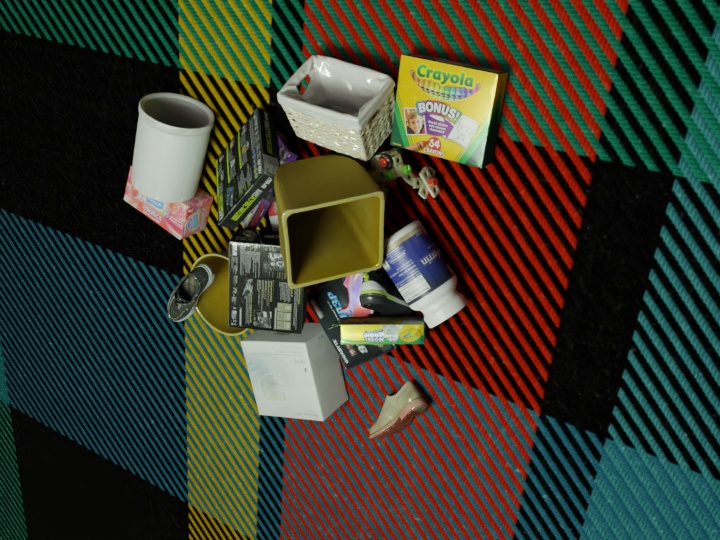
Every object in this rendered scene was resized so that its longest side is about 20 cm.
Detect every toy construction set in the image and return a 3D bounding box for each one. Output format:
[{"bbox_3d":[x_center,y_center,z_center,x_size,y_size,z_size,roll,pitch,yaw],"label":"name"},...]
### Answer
[{"bbox_3d":[0.055,-0.179,1.505,0.199,0.092,0.132,-5,116,34],"label":"toy construction set"}]

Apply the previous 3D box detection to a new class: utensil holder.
[{"bbox_3d":[-0.441,-0.284,1.742,0.170,0.170,0.201,34,126,17],"label":"utensil holder"}]

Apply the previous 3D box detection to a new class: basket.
[{"bbox_3d":[-0.039,-0.315,1.464,0.199,0.136,0.124,23,152,28],"label":"basket"}]

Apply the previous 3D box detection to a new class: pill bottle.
[{"bbox_3d":[0.125,0.009,1.527,0.116,0.116,0.201,-34,89,37],"label":"pill bottle"}]

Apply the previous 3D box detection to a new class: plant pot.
[{"bbox_3d":[-0.286,0.035,1.784,0.199,0.142,0.201,12,114,28],"label":"plant pot"},{"bbox_3d":[-0.076,-0.118,1.469,0.196,0.193,0.201,90,162,-44],"label":"plant pot"}]

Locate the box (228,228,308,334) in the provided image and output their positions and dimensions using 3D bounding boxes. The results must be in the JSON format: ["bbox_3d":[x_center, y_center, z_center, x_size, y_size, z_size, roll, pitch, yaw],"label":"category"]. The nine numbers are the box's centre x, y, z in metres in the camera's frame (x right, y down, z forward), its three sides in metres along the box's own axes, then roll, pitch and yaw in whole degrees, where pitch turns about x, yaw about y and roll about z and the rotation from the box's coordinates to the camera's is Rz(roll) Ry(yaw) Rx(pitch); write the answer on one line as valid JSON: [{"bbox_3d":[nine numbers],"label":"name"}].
[{"bbox_3d":[-0.195,0.022,1.609,0.163,0.086,0.201,5,112,2],"label":"box"}]

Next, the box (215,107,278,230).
[{"bbox_3d":[-0.252,-0.223,1.650,0.193,0.047,0.201,-44,43,37],"label":"box"}]

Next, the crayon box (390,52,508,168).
[{"bbox_3d":[0.162,-0.303,1.412,0.199,0.058,0.174,19,118,26],"label":"crayon box"}]

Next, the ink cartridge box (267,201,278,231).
[{"bbox_3d":[-0.113,-0.083,1.661,0.145,0.083,0.201,-5,105,34],"label":"ink cartridge box"}]

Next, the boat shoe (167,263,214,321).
[{"bbox_3d":[-0.408,0.056,1.746,0.069,0.057,0.200,47,126,8],"label":"boat shoe"}]

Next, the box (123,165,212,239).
[{"bbox_3d":[-0.473,-0.178,1.848,0.199,0.095,0.103,34,123,17],"label":"box"}]

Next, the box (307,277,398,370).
[{"bbox_3d":[-0.015,0.107,1.698,0.159,0.046,0.201,-28,93,36],"label":"box"}]

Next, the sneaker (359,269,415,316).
[{"bbox_3d":[0.060,0.043,1.557,0.071,0.200,0.083,-9,74,24],"label":"sneaker"}]

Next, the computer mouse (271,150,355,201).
[{"bbox_3d":[-0.099,-0.200,1.584,0.199,0.034,0.059,-27,76,3],"label":"computer mouse"}]

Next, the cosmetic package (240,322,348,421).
[{"bbox_3d":[-0.157,0.239,1.797,0.198,0.123,0.201,-2,109,33],"label":"cosmetic package"}]

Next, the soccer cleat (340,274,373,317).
[{"bbox_3d":[0.000,0.000,1.602,0.076,0.067,0.201,4,94,6],"label":"soccer cleat"}]

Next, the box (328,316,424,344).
[{"bbox_3d":[0.037,0.125,1.580,0.199,0.117,0.049,1,95,7],"label":"box"}]

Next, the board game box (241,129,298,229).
[{"bbox_3d":[-0.212,-0.197,1.644,0.201,0.032,0.120,-58,33,18],"label":"board game box"}]

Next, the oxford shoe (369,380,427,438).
[{"bbox_3d":[0.079,0.324,1.726,0.200,0.070,0.074,-46,57,37],"label":"oxford shoe"}]
